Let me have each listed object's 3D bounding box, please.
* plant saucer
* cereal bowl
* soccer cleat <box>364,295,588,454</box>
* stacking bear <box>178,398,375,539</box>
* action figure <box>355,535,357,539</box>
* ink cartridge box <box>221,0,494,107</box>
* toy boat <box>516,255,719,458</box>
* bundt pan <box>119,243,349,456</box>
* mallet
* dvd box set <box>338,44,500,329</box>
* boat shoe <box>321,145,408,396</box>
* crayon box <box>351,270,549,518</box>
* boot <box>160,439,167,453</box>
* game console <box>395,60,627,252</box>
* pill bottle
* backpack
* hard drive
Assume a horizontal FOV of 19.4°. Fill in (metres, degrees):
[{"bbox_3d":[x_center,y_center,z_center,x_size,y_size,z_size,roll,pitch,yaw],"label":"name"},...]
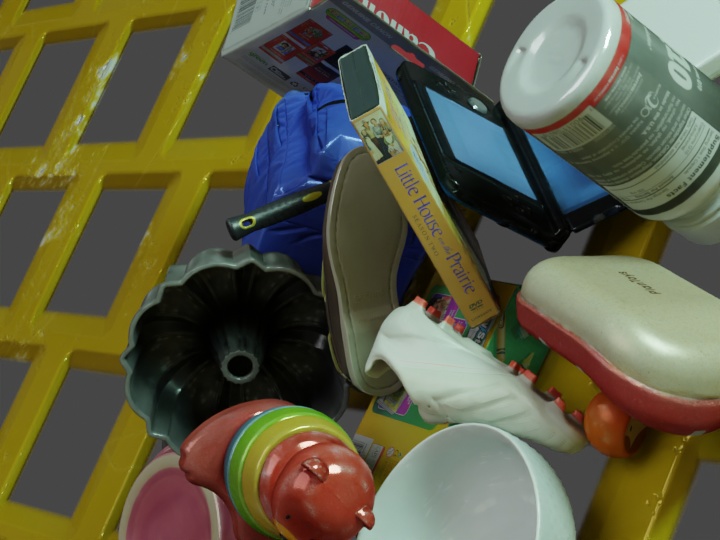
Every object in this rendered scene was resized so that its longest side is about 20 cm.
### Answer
[{"bbox_3d":[-0.151,0.237,1.848,0.200,0.051,0.202,-14,71,46],"label":"plant saucer"},{"bbox_3d":[0.085,0.219,1.549,0.200,0.083,0.201,-31,44,36],"label":"cereal bowl"},{"bbox_3d":[0.089,0.096,1.607,0.200,0.069,0.078,34,90,34],"label":"soccer cleat"},{"bbox_3d":[-0.048,0.164,1.635,0.114,0.122,0.200,-41,15,-12],"label":"stacking bear"},{"bbox_3d":[-0.037,0.269,1.703,0.099,0.065,0.201,-47,32,37],"label":"action figure"},{"bbox_3d":[0.007,-0.204,1.932,0.175,0.200,0.084,-20,46,46],"label":"ink cartridge box"},{"bbox_3d":[0.194,0.074,1.523,0.200,0.130,0.132,-142,55,-60],"label":"toy boat"},{"bbox_3d":[-0.103,0.064,1.788,0.202,0.201,0.076,-46,22,18],"label":"bundt pan"},{"bbox_3d":[-0.012,-0.061,1.744,0.199,0.066,0.041,-30,-2,-13],"label":"mallet"},{"bbox_3d":[0.045,-0.068,1.656,0.029,0.201,0.147,-28,23,8],"label":"dvd box set"},{"bbox_3d":[0.000,0.000,1.713,0.059,0.071,0.202,-176,80,-67],"label":"boat shoe"},{"bbox_3d":[0.071,0.103,1.705,0.119,0.058,0.201,12,73,57],"label":"crayon box"},{"bbox_3d":[-0.132,0.191,1.925,0.200,0.070,0.132,15,85,59],"label":"boot"},{"bbox_3d":[0.142,-0.121,1.707,0.119,0.170,0.200,-52,30,22],"label":"game console"},{"bbox_3d":[0.209,-0.109,1.559,0.114,0.200,0.114,-35,37,32],"label":"pill bottle"},{"bbox_3d":[-0.012,-0.079,1.877,0.200,0.162,0.168,-97,31,-61],"label":"backpack"},{"bbox_3d":[0.257,-0.192,1.685,0.199,0.026,0.132,-33,36,11],"label":"hard drive"}]
